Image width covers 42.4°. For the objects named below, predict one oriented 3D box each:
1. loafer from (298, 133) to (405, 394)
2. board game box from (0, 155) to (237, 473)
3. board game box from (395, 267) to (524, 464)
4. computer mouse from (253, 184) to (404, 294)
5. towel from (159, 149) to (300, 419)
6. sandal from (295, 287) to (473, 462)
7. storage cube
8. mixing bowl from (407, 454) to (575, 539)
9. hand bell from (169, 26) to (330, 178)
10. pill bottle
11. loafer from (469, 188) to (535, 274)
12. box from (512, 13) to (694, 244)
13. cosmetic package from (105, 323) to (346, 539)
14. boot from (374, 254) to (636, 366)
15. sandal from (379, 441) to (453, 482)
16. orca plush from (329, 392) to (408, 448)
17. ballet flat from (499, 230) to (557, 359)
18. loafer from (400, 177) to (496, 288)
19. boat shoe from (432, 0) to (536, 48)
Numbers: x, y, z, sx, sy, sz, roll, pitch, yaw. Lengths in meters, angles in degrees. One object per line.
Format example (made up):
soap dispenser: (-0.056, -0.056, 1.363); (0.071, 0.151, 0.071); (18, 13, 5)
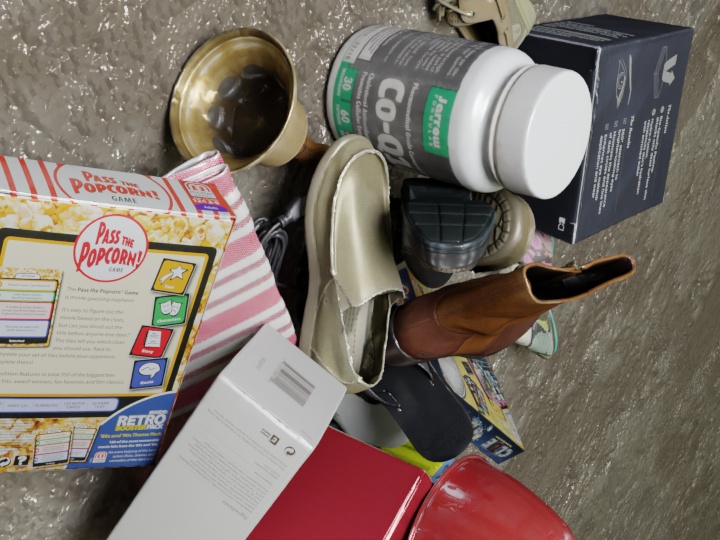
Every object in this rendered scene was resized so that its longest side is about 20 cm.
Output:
loafer: (0.000, 0.000, 0.708); (0.075, 0.067, 0.205); (-6, 103, -50)
board game box: (-0.178, 0.036, 0.582); (0.149, 0.046, 0.203); (5, 119, -36)
board game box: (0.094, 0.100, 0.932); (0.034, 0.137, 0.200); (-29, 142, 15)
computer mouse: (-0.023, -0.037, 0.785); (0.198, 0.046, 0.142); (-30, 145, -27)
towel: (-0.132, 0.022, 0.664); (0.144, 0.030, 0.202); (-24, 133, -7)
sandal: (0.027, 0.084, 0.782); (0.076, 0.043, 0.200); (-43, 104, 9)
storage cube: (-0.023, 0.260, 0.818); (0.181, 0.197, 0.172); (-57, 140, -22)
mixing bowl: (0.120, 0.266, 0.773); (0.199, 0.107, 0.205); (-17, 111, -54)
hand bell: (-0.050, -0.096, 0.723); (0.106, 0.103, 0.199); (-66, 153, -2)
pill bottle: (0.076, -0.128, 0.745); (0.112, 0.198, 0.115); (-23, 123, -41)
loafer: (0.105, -0.036, 0.828); (0.066, 0.199, 0.078); (11, 89, -20)
box: (0.247, -0.159, 0.995); (0.198, 0.116, 0.201); (-20, 122, -41)
cosmetic package: (-0.104, 0.153, 0.675); (0.201, 0.084, 0.108); (-53, 180, 19)
boot: (0.129, 0.014, 0.720); (0.185, 0.199, 0.070); (-3, 74, -35)
sandal: (0.059, 0.220, 0.994); (0.086, 0.079, 0.203); (7, 110, -55)
orca plush: (-0.012, 0.108, 0.884); (0.105, 0.072, 0.198); (-34, 140, 31)
ballet flat: (0.182, 0.033, 1.053); (0.070, 0.069, 0.202); (-26, 134, -17)
loafer: (0.064, -0.021, 0.715); (0.200, 0.071, 0.074); (-77, 171, -76)
boat shoe: (0.098, -0.246, 0.821); (0.199, 0.071, 0.066); (34, 80, -56)
